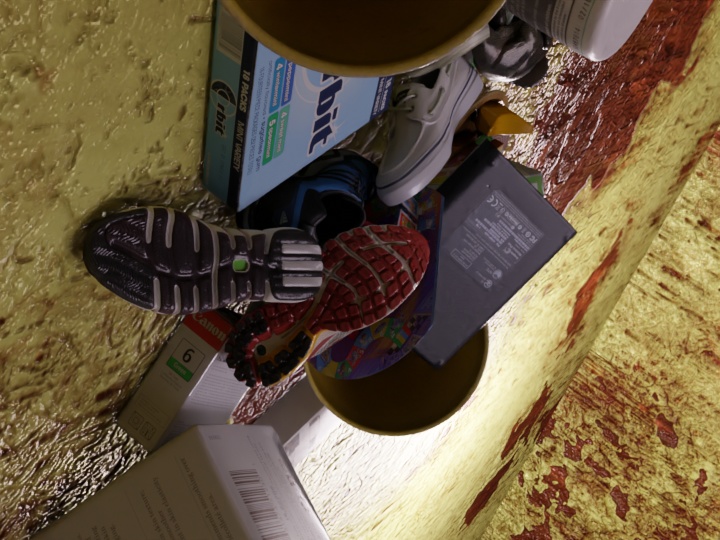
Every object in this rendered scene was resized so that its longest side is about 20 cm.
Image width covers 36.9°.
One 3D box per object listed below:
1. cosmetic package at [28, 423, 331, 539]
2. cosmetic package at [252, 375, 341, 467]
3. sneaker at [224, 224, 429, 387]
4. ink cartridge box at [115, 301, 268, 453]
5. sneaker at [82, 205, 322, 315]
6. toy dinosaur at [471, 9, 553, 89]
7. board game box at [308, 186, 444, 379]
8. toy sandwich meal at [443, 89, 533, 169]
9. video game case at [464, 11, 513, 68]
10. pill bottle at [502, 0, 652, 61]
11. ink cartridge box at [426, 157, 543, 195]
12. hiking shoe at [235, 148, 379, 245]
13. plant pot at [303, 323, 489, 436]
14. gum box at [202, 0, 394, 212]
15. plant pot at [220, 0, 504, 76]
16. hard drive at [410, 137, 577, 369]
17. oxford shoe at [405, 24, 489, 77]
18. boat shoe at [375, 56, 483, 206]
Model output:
[{"bbox_3d":[-0.151,0.259,0.972,0.199,0.169,0.166,-34,164,11],"label":"cosmetic package"},{"bbox_3d":[-0.067,0.178,1.291,0.200,0.050,0.083,-41,156,-36],"label":"cosmetic package"},{"bbox_3d":[-0.027,0.023,0.929,0.198,0.079,0.082,-32,179,16],"label":"sneaker"},{"bbox_3d":[-0.129,0.074,0.991,0.202,0.050,0.109,-57,160,0],"label":"ink cartridge box"},{"bbox_3d":[-0.136,0.000,0.838,0.197,0.115,0.077,7,82,-36],"label":"sneaker"},{"bbox_3d":[0.152,-0.225,1.070,0.199,0.076,0.104,-24,137,-59],"label":"toy dinosaur"},{"bbox_3d":[0.000,0.000,1.004,0.039,0.156,0.203,36,50,-39],"label":"board game box"},{"bbox_3d":[0.130,-0.117,1.258,0.205,0.070,0.206,-46,158,-25],"label":"toy sandwich meal"},{"bbox_3d":[0.173,-0.323,1.108,0.200,0.022,0.183,-44,157,-29],"label":"video game case"},{"bbox_3d":[0.135,-0.262,0.856,0.113,0.199,0.114,-45,158,-24],"label":"pill bottle"},{"bbox_3d":[0.079,-0.066,1.108,0.196,0.104,0.060,-10,105,-11],"label":"ink cartridge box"},{"bbox_3d":[-0.026,-0.055,0.959,0.199,0.086,0.076,-25,135,-56],"label":"hiking shoe"},{"bbox_3d":[0.034,0.061,1.186,0.202,0.198,0.142,-58,-173,9],"label":"plant pot"},{"bbox_3d":[-0.036,-0.163,0.843,0.199,0.044,0.171,-39,154,-38],"label":"gum box"},{"bbox_3d":[0.002,-0.221,0.656,0.202,0.198,0.142,-58,-175,9],"label":"plant pot"},{"bbox_3d":[0.098,-0.010,1.057,0.200,0.033,0.139,-45,120,10],"label":"hard drive"},{"bbox_3d":[0.066,-0.208,0.933,0.075,0.058,0.200,-34,-173,1],"label":"oxford shoe"},{"bbox_3d":[0.052,-0.144,1.017,0.073,0.067,0.201,-19,-150,39],"label":"boat shoe"}]
